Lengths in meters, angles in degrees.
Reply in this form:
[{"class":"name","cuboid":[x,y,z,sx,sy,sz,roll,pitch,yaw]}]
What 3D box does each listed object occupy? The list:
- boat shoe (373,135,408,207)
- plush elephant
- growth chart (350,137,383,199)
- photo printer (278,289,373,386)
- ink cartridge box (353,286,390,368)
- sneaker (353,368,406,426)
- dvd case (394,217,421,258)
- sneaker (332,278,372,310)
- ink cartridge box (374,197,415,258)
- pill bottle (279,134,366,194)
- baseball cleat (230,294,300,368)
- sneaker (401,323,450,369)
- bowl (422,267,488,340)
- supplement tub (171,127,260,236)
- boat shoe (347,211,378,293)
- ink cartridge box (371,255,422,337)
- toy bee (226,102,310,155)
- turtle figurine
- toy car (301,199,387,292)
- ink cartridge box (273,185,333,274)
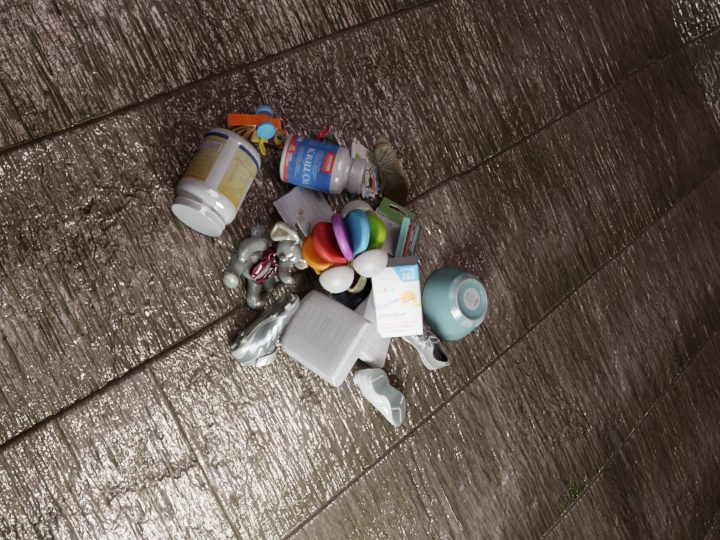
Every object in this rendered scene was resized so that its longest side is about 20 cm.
[{"class":"boat shoe","cuboid":[0.081,-0.264,1.598,0.066,0.070,0.203,-95,165,-52]},{"class":"plush elephant","cuboid":[-0.198,-0.022,1.357,0.166,0.149,0.206,62,32,-53]},{"class":"growth chart","cuboid":[0.018,-0.260,1.559,0.199,0.017,0.151,10,76,-64]},{"class":"photo printer","cuboid":[-0.088,0.149,1.392,0.169,0.196,0.070,-57,151,-13]},{"class":"ink cartridge box","cuboid":[0.033,0.122,1.497,0.161,0.049,0.206,43,56,-52]},{"class":"sneaker","cuboid":[0.052,0.315,1.508,0.071,0.079,0.203,-54,127,-33]},{"class":"dvd case","cuboid":[0.119,-0.052,1.532,0.021,0.199,0.151,13,93,15]},{"class":"sneaker","cuboid":[0.001,0.000,1.523,0.145,0.076,0.206,37,67,-22]},{"class":"ink cartridge box","cuboid":[0.065,-0.096,1.552,0.101,0.060,0.202,27,42,2]},{"class":"pill bottle","cuboid":[-0.086,-0.246,1.420,0.193,0.113,0.116,13,73,4]},{"class":"baseball cleat","cuboid":[-0.203,0.141,1.367,0.198,0.070,0.107,-37,122,1]},{"class":"sneaker","cuboid":[0.173,0.176,1.581,0.201,0.081,0.075,51,58,-19]},{"class":"bowl","cuboid":[0.277,0.087,1.652,0.195,0.104,0.209,5,79,-28]},{"class":"supplement tub","cuboid":[-0.322,-0.195,1.333,0.142,0.143,0.205,32,67,-21]},{"class":"boat shoe","cuboid":[0.005,-0.047,1.429,0.071,0.063,0.208,10,87,4]},{"class":"ink cartridge box","cuboid":[0.090,0.077,1.420,0.111,0.068,0.207,-5,109,5]},{"class":"toy bee","cuboid":[-0.223,-0.332,1.447,0.193,0.110,0.134,10,59,4]},{"class":"turtle figurine","cuboid":[-0.077,-0.280,1.520,0.197,0.099,0.154,29,74,-31]},{"class":"toy car","cuboid":[-0.041,-0.066,1.326,0.150,0.195,0.180,38,32,-62]},{"class":"ink cartridge box","cuboid":[-0.122,-0.106,1.459,0.203,0.043,0.173,58,41,-9]}]
